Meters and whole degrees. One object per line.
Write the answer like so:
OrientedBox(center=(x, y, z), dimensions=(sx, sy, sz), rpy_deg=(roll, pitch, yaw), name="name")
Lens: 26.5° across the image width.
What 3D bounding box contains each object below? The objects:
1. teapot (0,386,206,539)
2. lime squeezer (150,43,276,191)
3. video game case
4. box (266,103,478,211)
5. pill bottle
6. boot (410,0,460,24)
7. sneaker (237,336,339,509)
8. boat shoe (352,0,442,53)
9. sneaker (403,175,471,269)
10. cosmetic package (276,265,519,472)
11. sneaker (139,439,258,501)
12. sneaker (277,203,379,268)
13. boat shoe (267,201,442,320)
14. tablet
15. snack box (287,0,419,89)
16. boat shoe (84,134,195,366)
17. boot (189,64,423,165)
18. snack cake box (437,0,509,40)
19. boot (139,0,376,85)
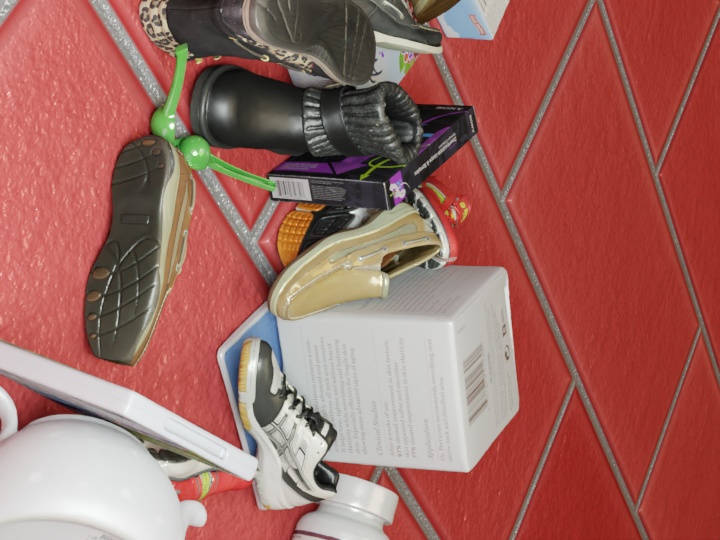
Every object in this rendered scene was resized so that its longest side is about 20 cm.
OrientedBox(center=(-0.233, 0.183, 1.226), dimensions=(0.201, 0.196, 0.147), rpy_deg=(88, 2, -46), name="teapot")
OrientedBox(center=(-0.147, -0.126, 1.390), dimensions=(0.070, 0.038, 0.200), rpy_deg=(-32, 138, 0), name="lime squeezer")
OrientedBox(center=(-0.203, 0.105, 1.212), dimensions=(0.182, 0.199, 0.022), rpy_deg=(40, 69, -54), name="video game case")
OrientedBox(center=(0.015, -0.122, 1.584), dimensions=(0.200, 0.142, 0.036), rpy_deg=(-41, 129, -49), name="box")
OrientedBox(center=(-0.029, 0.325, 1.634), dimensions=(0.110, 0.109, 0.201), rpy_deg=(41, 61, -54), name="pill bottle")
OrientedBox(center=(0.051, -0.359, 1.631), dimensions=(0.073, 0.156, 0.200), rpy_deg=(-33, 170, -11), name="boot")
OrientedBox(center=(-0.068, 0.147, 1.513), dimensions=(0.076, 0.087, 0.201), rpy_deg=(-82, 164, -55), name="sneaker")
OrientedBox(center=(0.027, -0.253, 1.514), dimensions=(0.200, 0.071, 0.068), rpy_deg=(6, 96, -57), name="boat shoe")
OrientedBox(center=(0.083, -0.064, 1.668), dimensions=(0.200, 0.084, 0.078), rpy_deg=(-115, -153, -62), name="sneaker")
OrientedBox(center=(0.042, 0.096, 1.597), dimensions=(0.166, 0.199, 0.169), rpy_deg=(-39, 127, -58), name="cosmetic package")
OrientedBox(center=(-0.170, 0.193, 1.413), dimensions=(0.200, 0.077, 0.085), rpy_deg=(12, 106, -60), name="sneaker")
OrientedBox(center=(-0.016, -0.044, 1.619), dimensions=(0.200, 0.075, 0.092), rpy_deg=(-49, 141, -41), name="sneaker")
OrientedBox(center=(0.000, 0.000, 1.529), dimensions=(0.199, 0.076, 0.072), rpy_deg=(-33, 151, -27), name="boat shoe")
OrientedBox(center=(-0.091, 0.134, 1.584), dimensions=(0.130, 0.014, 0.201), rpy_deg=(-46, 132, -45), name="tablet")
OrientedBox(center=(-0.017, -0.264, 1.573), dimensions=(0.169, 0.067, 0.201), rpy_deg=(-56, 139, -38), name="snack box")
OrientedBox(center=(-0.183, -0.015, 1.344), dimensions=(0.074, 0.075, 0.201), rpy_deg=(26, 75, -61), name="boat shoe")
OrientedBox(center=(-0.047, -0.148, 1.458), dimensions=(0.211, 0.157, 0.080), rpy_deg=(0, 96, -59), name="boot")
OrientedBox(center=(0.112, -0.374, 1.766), dimensions=(0.116, 0.067, 0.200), rpy_deg=(-65, 145, -24), name="snack cake box")
OrientedBox(center=(-0.089, -0.214, 1.382), dimensions=(0.200, 0.150, 0.074), rpy_deg=(6, 90, -58), name="boot")
